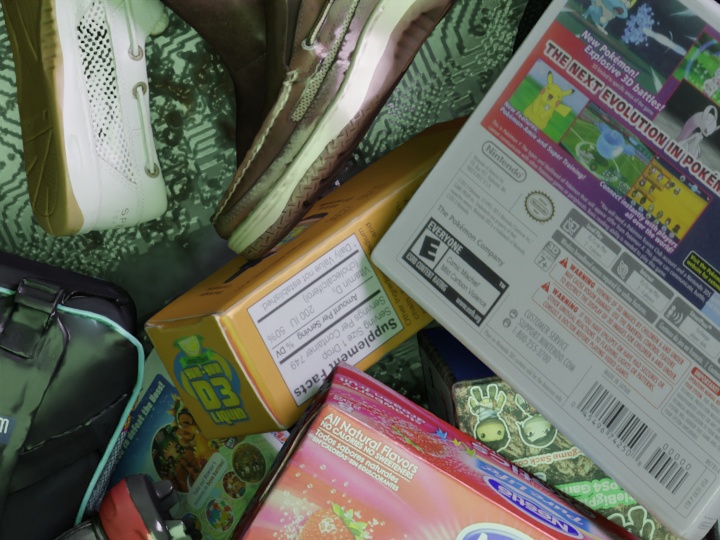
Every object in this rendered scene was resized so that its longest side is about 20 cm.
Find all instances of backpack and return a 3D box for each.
[{"bbox_3d":[-0.202,0.084,1.341,0.175,0.153,0.200,15,95,-11],"label":"backpack"}]

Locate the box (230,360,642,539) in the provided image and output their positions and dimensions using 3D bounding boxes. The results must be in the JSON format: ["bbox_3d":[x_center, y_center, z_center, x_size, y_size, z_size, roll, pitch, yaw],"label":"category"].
[{"bbox_3d":[0.049,0.133,1.233,0.200,0.100,0.096,31,99,-2],"label":"box"}]

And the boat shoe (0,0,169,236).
[{"bbox_3d":[-0.124,-0.117,1.369,0.069,0.071,0.200,-5,91,-26],"label":"boat shoe"}]

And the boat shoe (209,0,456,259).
[{"bbox_3d":[-0.015,-0.103,1.303,0.075,0.075,0.202,35,85,2],"label":"boat shoe"}]

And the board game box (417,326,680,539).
[{"bbox_3d":[0.095,0.127,1.366,0.097,0.159,0.200,-9,99,-3],"label":"board game box"}]

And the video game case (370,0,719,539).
[{"bbox_3d":[0.123,-0.018,1.238,0.200,0.023,0.182,42,104,29],"label":"video game case"}]

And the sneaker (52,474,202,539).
[{"bbox_3d":[-0.088,0.191,1.306,0.098,0.071,0.201,-27,111,-1],"label":"sneaker"}]

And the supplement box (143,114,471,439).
[{"bbox_3d":[0.000,0.000,1.340,0.200,0.066,0.069,-33,103,-33],"label":"supplement box"}]

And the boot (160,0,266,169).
[{"bbox_3d":[-0.082,-0.135,1.337,0.166,0.072,0.200,11,83,-32],"label":"boot"}]

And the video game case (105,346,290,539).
[{"bbox_3d":[-0.051,0.143,1.358,0.200,0.018,0.143,44,123,16],"label":"video game case"}]

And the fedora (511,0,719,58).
[{"bbox_3d":[0.166,-0.085,1.291,0.200,0.092,0.201,-5,80,29],"label":"fedora"}]

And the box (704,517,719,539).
[{"bbox_3d":[0.233,0.042,1.344,0.196,0.200,0.118,-7,98,-4],"label":"box"}]
